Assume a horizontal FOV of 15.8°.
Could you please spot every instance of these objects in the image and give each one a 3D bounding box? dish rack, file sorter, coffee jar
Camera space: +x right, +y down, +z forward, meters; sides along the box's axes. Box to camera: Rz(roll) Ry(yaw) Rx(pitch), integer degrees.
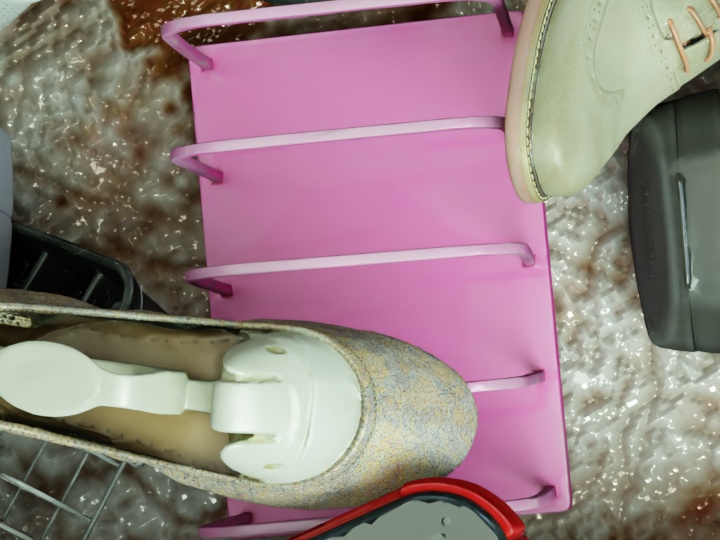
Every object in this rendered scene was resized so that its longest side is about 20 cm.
[{"bbox_3d":[-0.157,0.082,1.002,0.153,0.054,0.201,18,77,48],"label":"dish rack"},{"bbox_3d":[0.000,0.000,0.992,0.138,0.125,0.201,-6,87,7],"label":"file sorter"},{"bbox_3d":[0.201,-0.024,0.984,0.199,0.085,0.105,-5,93,7],"label":"coffee jar"}]

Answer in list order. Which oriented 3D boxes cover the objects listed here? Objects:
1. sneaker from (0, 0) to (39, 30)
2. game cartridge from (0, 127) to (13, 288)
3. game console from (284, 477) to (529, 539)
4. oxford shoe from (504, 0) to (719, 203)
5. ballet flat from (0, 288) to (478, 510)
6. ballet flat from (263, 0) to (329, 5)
[{"bbox_3d":[-0.177,-0.178,1.045,0.088,0.081,0.201,-40,59,39],"label":"sneaker"},{"bbox_3d":[-0.196,0.037,1.002,0.133,0.040,0.201,-11,60,36],"label":"game cartridge"},{"bbox_3d":[-0.012,0.181,0.882,0.199,0.031,0.177,-25,81,5],"label":"game console"},{"bbox_3d":[0.116,-0.103,0.963,0.074,0.071,0.200,14,59,29],"label":"oxford shoe"},{"bbox_3d":[-0.060,0.046,0.900,0.199,0.067,0.068,5,87,8],"label":"ballet flat"},{"bbox_3d":[-0.058,-0.141,1.022,0.199,0.057,0.067,21,112,35],"label":"ballet flat"}]
